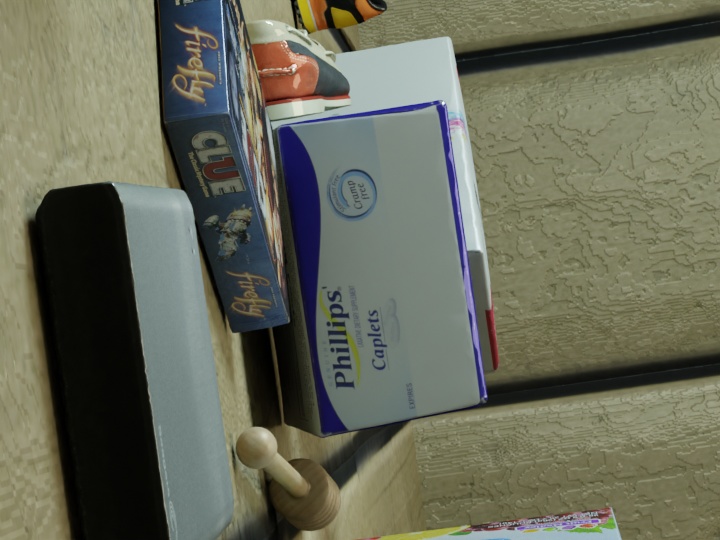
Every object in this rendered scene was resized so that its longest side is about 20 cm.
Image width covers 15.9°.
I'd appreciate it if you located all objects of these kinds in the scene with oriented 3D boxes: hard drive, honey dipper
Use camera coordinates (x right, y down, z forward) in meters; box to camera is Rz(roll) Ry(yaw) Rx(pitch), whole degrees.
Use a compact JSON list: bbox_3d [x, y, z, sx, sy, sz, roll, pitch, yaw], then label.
[{"bbox_3d":[-0.081,0.039,0.964,0.200,0.033,0.141,-18,100,-87],"label":"hard drive"},{"bbox_3d":[-0.041,0.115,1.459,0.200,0.038,0.038,65,17,-75],"label":"honey dipper"}]

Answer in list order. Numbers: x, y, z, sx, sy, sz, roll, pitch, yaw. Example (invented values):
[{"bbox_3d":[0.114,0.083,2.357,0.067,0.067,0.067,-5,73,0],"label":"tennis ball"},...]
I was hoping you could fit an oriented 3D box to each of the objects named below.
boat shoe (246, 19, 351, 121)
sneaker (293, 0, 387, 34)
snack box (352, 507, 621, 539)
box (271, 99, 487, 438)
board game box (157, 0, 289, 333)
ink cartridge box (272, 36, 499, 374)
[{"bbox_3d":[-0.049,-0.129,1.679,0.200,0.071,0.063,-33,113,-82],"label":"boat shoe"},{"bbox_3d":[-0.025,-0.311,2.293,0.070,0.089,0.201,-91,173,-64],"label":"sneaker"},{"bbox_3d":[0.047,0.186,1.388,0.169,0.199,0.068,-70,151,-82],"label":"snack box"},{"bbox_3d":[0.000,0.000,1.580,0.200,0.104,0.185,176,-94,-82],"label":"box"},{"bbox_3d":[-0.073,-0.077,1.375,0.200,0.034,0.136,77,6,-57],"label":"board game box"},{"bbox_3d":[0.014,-0.039,1.837,0.146,0.144,0.201,77,6,-52],"label":"ink cartridge box"}]
